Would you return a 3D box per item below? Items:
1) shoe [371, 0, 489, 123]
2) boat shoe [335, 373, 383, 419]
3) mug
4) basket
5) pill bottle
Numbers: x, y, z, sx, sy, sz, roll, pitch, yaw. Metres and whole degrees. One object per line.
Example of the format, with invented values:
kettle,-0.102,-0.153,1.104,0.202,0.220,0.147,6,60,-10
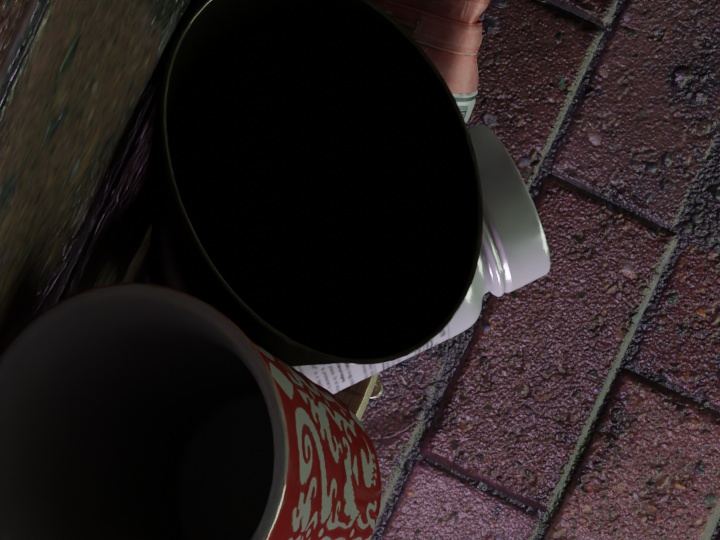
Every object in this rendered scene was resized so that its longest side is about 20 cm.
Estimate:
shoe,0.025,-0.162,1.090,0.200,0.071,0.092,-126,-133,-57
boat shoe,-0.009,0.025,1.162,0.063,0.073,0.202,57,44,-66
mug,-0.086,0.092,0.817,0.200,0.176,0.135,32,47,-72
basket,-0.037,-0.026,0.907,0.135,0.182,0.200,-22,174,-17
pill bottle,0.000,0.000,1.072,0.199,0.114,0.113,-25,173,-6
